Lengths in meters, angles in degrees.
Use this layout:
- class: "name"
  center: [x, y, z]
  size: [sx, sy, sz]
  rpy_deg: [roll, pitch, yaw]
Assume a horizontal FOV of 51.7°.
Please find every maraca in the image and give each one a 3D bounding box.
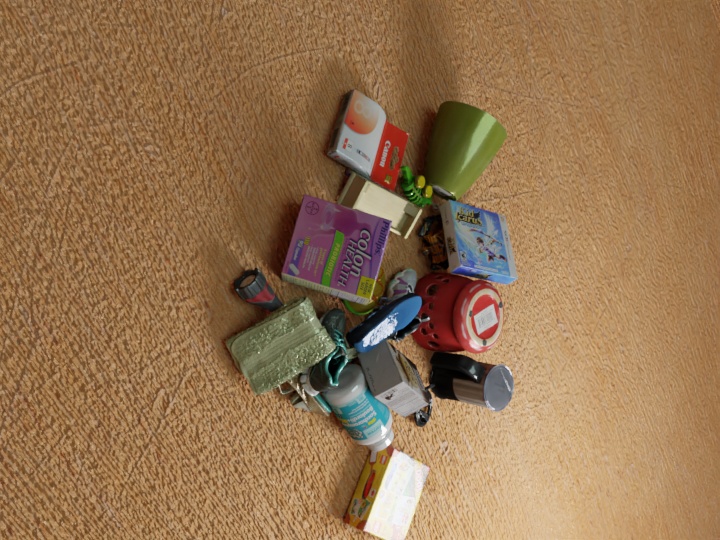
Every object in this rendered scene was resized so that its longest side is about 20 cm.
- class: "maraca"
  center: [0.000, 0.000, 1.689]
  size: [0.136, 0.106, 0.203]
  rpy_deg: [2, 87, -50]

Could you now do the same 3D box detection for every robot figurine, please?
- class: "robot figurine"
  center: [0.230, -0.089, 1.912]
  size: [0.199, 0.058, 0.146]
  rpy_deg: [-34, 109, -35]

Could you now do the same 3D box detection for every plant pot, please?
- class: "plant pot"
  center: [0.238, -0.283, 1.848]
  size: [0.186, 0.186, 0.202]
  rpy_deg: [32, 81, -37]
- class: "plant pot"
  center: [0.244, 0.106, 1.857]
  size: [0.199, 0.181, 0.203]
  rpy_deg: [0, 89, -40]

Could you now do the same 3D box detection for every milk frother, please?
- class: "milk frother"
  center: [0.248, 0.314, 1.862]
  size: [0.179, 0.187, 0.203]
  rpy_deg: [23, 77, -38]

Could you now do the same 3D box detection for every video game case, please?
- class: "video game case"
  center: [0.296, -0.070, 1.861]
  size: [0.198, 0.045, 0.183]
  rpy_deg: [11, 60, -34]

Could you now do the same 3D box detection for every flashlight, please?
- class: "flashlight"
  center: [-0.189, 0.088, 1.564]
  size: [0.068, 0.067, 0.201]
  rpy_deg: [-44, 124, -20]

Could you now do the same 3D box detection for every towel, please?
- class: "towel"
  center: [-0.163, 0.157, 1.530]
  size: [0.199, 0.037, 0.149]
  rpy_deg: [-31, 107, -1]

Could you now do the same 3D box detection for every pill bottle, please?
- class: "pill bottle"
  center: [0.003, 0.320, 1.702]
  size: [0.111, 0.110, 0.201]
  rpy_deg: [-46, 119, -29]

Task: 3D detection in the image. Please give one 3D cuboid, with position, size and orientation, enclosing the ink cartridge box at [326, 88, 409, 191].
- class: "ink cartridge box"
  center: [0.030, -0.296, 1.714]
  size: [0.198, 0.050, 0.164]
  rpy_deg: [24, 71, -27]

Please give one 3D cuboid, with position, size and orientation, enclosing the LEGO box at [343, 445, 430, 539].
- class: "LEGO box"
  center: [0.067, 0.537, 1.788]
  size: [0.148, 0.077, 0.202]
  rpy_deg: [35, 70, -36]

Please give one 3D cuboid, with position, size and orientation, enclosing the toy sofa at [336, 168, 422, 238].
- class: "toy sofa"
  center: [0.039, -0.156, 1.743]
  size: [0.199, 0.097, 0.083]
  rpy_deg: [22, 101, -40]

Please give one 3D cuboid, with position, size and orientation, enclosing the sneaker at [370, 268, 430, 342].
- class: "sneaker"
  center: [0.116, 0.089, 1.766]
  size: [0.078, 0.139, 0.201]
  rpy_deg: [47, 65, -39]

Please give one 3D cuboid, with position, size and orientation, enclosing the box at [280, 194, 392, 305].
- class: "box"
  center: [-0.052, -0.042, 1.586]
  size: [0.198, 0.097, 0.178]
  rpy_deg: [17, 79, -3]

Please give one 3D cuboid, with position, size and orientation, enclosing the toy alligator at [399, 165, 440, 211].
- class: "toy alligator"
  center: [0.144, -0.182, 1.829]
  size: [0.200, 0.059, 0.055]
  rpy_deg: [44, 64, -47]

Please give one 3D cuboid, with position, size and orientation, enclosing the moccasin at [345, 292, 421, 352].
- class: "moccasin"
  center: [0.050, 0.101, 1.658]
  size: [0.199, 0.068, 0.081]
  rpy_deg: [-30, 129, -30]

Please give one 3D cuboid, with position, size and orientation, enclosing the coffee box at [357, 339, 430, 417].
- class: "coffee box"
  center: [0.081, 0.252, 1.713]
  size: [0.200, 0.079, 0.114]
  rpy_deg: [45, 19, -57]

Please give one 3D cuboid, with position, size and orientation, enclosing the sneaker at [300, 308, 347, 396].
- class: "sneaker"
  center: [-0.057, 0.174, 1.599]
  size: [0.077, 0.091, 0.202]
  rpy_deg: [34, 58, -36]

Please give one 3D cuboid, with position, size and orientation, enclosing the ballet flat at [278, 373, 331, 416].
- class: "ballet flat"
  center: [-0.139, 0.256, 1.621]
  size: [0.065, 0.071, 0.201]
  rpy_deg: [-35, 114, -4]

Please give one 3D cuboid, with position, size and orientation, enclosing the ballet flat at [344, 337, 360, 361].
- class: "ballet flat"
  center: [-0.020, 0.178, 1.709]
  size: [0.198, 0.067, 0.063]
  rpy_deg: [-10, 89, -40]
